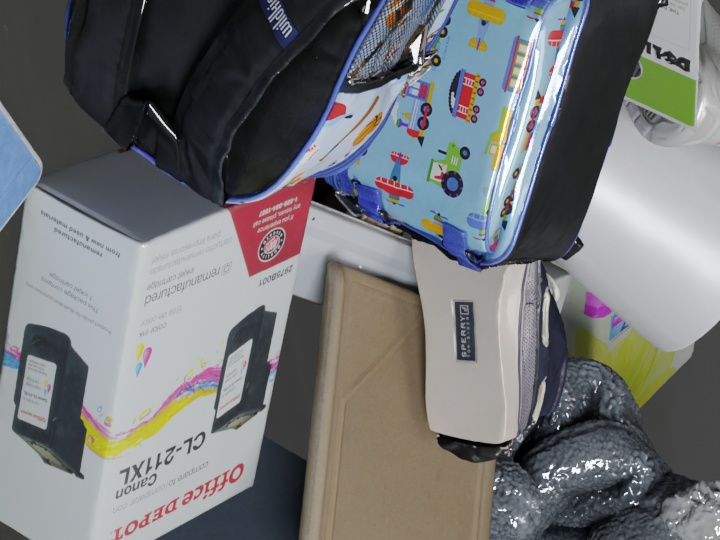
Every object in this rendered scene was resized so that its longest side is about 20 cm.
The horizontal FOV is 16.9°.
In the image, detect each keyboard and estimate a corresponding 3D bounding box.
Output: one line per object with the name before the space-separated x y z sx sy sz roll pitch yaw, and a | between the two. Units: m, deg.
keyboard | 0.000 0.000 1.401 0.056 0.011 0.200 -50 143 15

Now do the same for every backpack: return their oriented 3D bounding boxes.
backpack | 0.034 -0.112 1.267 0.134 0.200 0.183 -11 124 -56
backpack | -0.048 -0.135 1.144 0.154 0.200 0.191 -9 135 -55

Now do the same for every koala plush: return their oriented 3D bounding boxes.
koala plush | 0.177 0.166 1.578 0.184 0.199 0.178 -50 152 -27

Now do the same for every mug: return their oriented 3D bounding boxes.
mug | 0.169 -0.047 1.584 0.150 0.153 0.186 -62 -168 -13

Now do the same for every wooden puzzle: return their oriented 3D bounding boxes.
wooden puzzle | 0.022 0.105 1.416 0.200 0.037 0.186 23 69 -53

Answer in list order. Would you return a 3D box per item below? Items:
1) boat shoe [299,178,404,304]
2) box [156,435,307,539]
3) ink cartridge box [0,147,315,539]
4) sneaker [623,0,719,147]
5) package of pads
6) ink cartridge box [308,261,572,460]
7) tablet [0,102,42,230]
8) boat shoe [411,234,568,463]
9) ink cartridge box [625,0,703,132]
boat shoe | 0.019 -0.071 1.409 0.200 0.071 0.065 -53 146 -6
box | -0.065 0.212 1.484 0.149 0.107 0.200 -51 151 -20
ink cartridge box | -0.112 0.039 1.277 0.146 0.083 0.201 -25 135 -50
sneaker | 0.202 -0.148 1.546 0.099 0.201 0.078 15 135 -35
package of pads | 0.194 0.020 1.801 0.154 0.068 0.201 -39 145 -36
ink cartridge box | 0.046 0.086 1.589 0.147 0.085 0.201 -18 131 -53
tablet | -0.229 -0.005 1.114 0.200 0.014 0.130 -55 151 -16
boat shoe | 0.081 0.005 1.418 0.093 0.074 0.201 -20 117 -59
ink cartridge box | 0.152 -0.198 1.375 0.076 0.147 0.201 -45 149 -31
